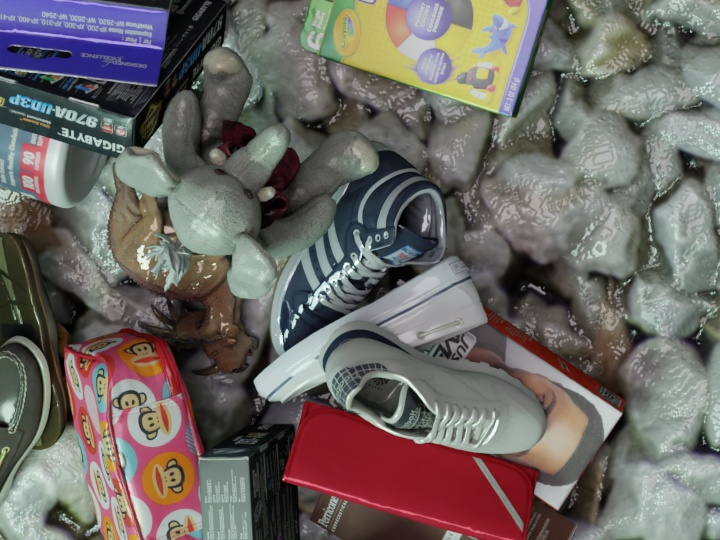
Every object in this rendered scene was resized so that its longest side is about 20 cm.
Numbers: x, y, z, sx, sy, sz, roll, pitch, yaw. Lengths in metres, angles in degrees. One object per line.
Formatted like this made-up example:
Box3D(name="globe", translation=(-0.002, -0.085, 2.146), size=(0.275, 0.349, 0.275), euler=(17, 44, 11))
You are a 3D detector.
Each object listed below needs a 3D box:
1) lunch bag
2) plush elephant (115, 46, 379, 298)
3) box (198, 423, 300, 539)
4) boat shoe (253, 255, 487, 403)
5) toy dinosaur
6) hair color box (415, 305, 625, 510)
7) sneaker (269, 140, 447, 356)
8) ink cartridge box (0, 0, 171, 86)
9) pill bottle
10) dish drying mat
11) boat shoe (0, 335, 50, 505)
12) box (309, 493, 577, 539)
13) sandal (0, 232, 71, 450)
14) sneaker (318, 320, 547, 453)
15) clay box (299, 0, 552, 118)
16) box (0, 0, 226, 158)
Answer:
Box3D(name="lunch bag", translation=(-0.193, 0.152, 1.473), size=(0.081, 0.176, 0.201), euler=(-15, 100, -24))
Box3D(name="plush elephant", translation=(-0.097, -0.065, 1.345), size=(0.164, 0.155, 0.200), euler=(39, 88, -6))
Box3D(name="box", translation=(-0.087, 0.239, 1.452), size=(0.043, 0.160, 0.201), euler=(-2, 95, 11))
Box3D(name="boat shoe", translation=(0.009, 0.065, 1.402), size=(0.199, 0.074, 0.067), euler=(-32, 83, 14))
Box3D(name="toy dinosaur", translation=(-0.162, -0.005, 1.486), size=(0.200, 0.086, 0.136), euler=(38, 101, 7))
Box3D(name="hair color box", translation=(0.111, 0.098, 1.452), size=(0.199, 0.061, 0.102), euler=(33, 100, 7))
Box3D(name="sneaker", translation=(0.000, 0.000, 1.439), size=(0.108, 0.070, 0.201), euler=(32, 100, 47))
Box3D(name="ink cartridge box", translation=(-0.249, -0.230, 1.417), size=(0.197, 0.201, 0.044), euler=(6, 131, -4))
Box3D(name="pill bottle", translation=(-0.320, -0.137, 1.491), size=(0.199, 0.120, 0.120), euler=(18, 97, 10))
Box3D(name="dish drying mat", translation=(0.042, 0.162, 1.392), size=(0.199, 0.018, 0.077), euler=(17, 56, -2))
Box3D(name="boat shoe", translation=(-0.326, 0.147, 1.511), size=(0.072, 0.060, 0.202), euler=(35, 120, 17))
Box3D(name="box", translation=(0.067, 0.208, 1.443), size=(0.199, 0.075, 0.100), euler=(31, 137, 9))
Box3D(name="sandal", translation=(-0.286, 0.060, 1.529), size=(0.081, 0.054, 0.201), euler=(1, 106, 35))
Box3D(name="sneaker", translation=(0.061, 0.109, 1.359), size=(0.199, 0.081, 0.077), euler=(18, 109, -21))
Box3D(name="clay box", translation=(0.051, -0.210, 1.448), size=(0.199, 0.048, 0.116), euler=(18, 97, 9))
Box3D(name="box", translation=(-0.218, -0.179, 1.430), size=(0.158, 0.200, 0.046), euler=(17, 130, 9))
